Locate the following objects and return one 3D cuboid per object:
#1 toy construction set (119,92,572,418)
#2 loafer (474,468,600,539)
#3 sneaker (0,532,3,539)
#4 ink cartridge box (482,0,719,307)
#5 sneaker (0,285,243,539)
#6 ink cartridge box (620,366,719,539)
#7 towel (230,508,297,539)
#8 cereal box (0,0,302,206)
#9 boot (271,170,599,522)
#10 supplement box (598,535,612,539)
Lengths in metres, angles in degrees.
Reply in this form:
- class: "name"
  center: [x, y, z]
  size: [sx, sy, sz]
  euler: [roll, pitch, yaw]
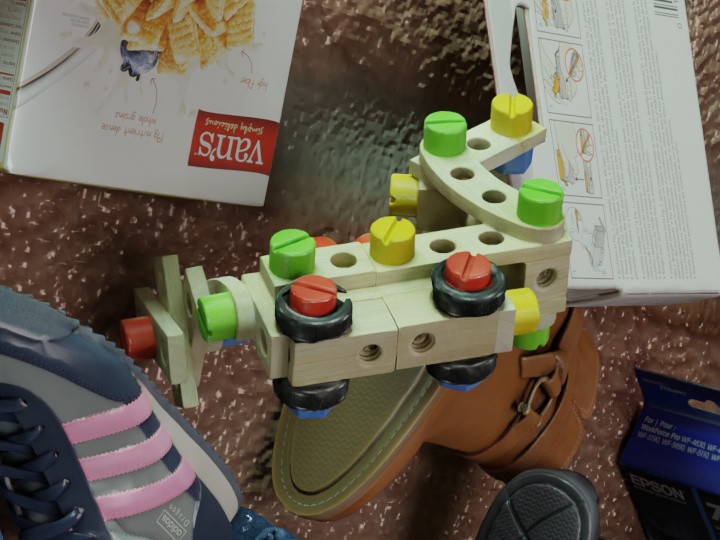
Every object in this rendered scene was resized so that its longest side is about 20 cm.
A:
- class: "toy construction set"
  center: [0.000, 0.000, 0.935]
  size: [0.199, 0.131, 0.092]
  euler: [-20, 130, -7]
- class: "loafer"
  center: [0.062, 0.186, 1.132]
  size: [0.201, 0.072, 0.063]
  euler: [-61, 163, 10]
- class: "sneaker"
  center: [-0.144, 0.148, 0.888]
  size: [0.074, 0.082, 0.201]
  euler: [-36, 124, -36]
- class: "ink cartridge box"
  center: [0.097, -0.084, 1.089]
  size: [0.176, 0.045, 0.201]
  euler: [1, 80, -51]
- class: "sneaker"
  center: [-0.113, 0.079, 0.906]
  size: [0.200, 0.070, 0.082]
  euler: [48, 51, -44]
- class: "ink cartridge box"
  center: [0.204, 0.144, 1.285]
  size: [0.039, 0.099, 0.201]
  euler: [-47, 131, -29]
- class: "towel"
  center: [-0.055, 0.215, 1.025]
  size: [0.112, 0.048, 0.201]
  euler: [40, 69, -48]
- class: "cereal box"
  center: [-0.079, -0.130, 0.919]
  size: [0.144, 0.039, 0.201]
  euler: [5, 96, -49]
- class: "boot"
  center: [0.048, 0.067, 1.103]
  size: [0.200, 0.073, 0.155]
  euler: [-54, 140, -21]
- class: "supplement box"
  center: [0.137, 0.252, 1.227]
  size: [0.109, 0.109, 0.201]
  euler: [30, 78, -49]
